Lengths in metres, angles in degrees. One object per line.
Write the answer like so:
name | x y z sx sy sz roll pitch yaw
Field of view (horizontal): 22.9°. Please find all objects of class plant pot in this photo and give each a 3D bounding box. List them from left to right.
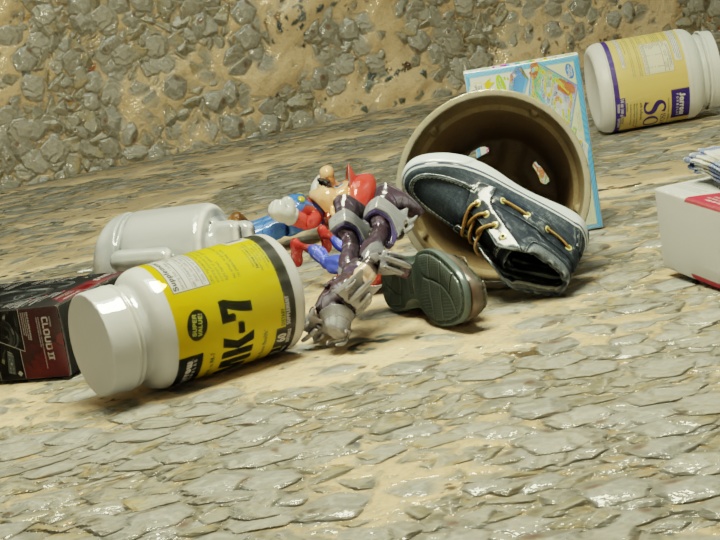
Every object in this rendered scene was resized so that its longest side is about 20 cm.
plant pot | 0.145 -0.082 1.889 0.198 0.203 0.183 -8 -1 7

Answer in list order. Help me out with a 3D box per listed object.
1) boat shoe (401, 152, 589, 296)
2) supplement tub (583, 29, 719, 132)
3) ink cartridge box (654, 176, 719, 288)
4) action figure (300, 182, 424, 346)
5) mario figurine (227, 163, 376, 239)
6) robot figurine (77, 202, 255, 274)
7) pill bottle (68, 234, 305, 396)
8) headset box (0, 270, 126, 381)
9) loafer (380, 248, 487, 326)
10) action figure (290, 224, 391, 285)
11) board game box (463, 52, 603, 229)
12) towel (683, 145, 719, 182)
boat shoe | 0.125 -0.047 1.743 0.199 0.071 0.091 22 39 6
supplement tub | 0.468 -0.306 2.843 0.198 0.147 0.145 -10 10 -1
ink cartridge box | 0.400 -0.049 1.679 0.198 0.087 0.148 -11 12 -14
action figure | 0.000 0.000 1.699 0.130 0.069 0.201 -29 29 35
mario figurine | -0.077 -0.092 2.295 0.198 0.107 0.124 -18 45 -3
robot figurine | -0.215 -0.014 1.991 0.198 0.114 0.169 -6 -5 20
pill bottle | -0.160 0.043 1.633 0.199 0.115 0.114 -17 12 -31
headset box | -0.333 0.058 1.820 0.198 0.078 0.149 -5 12 22
loafer | 0.082 0.011 1.717 0.062 0.073 0.200 -7 7 -21
action figure | -0.008 -0.006 1.942 0.065 0.052 0.200 -20 19 -23
board game box | 0.198 -0.140 2.039 0.133 0.202 0.034 -8 11 4
towel | 0.402 -0.092 1.624 0.145 0.024 0.200 -10 17 -12
